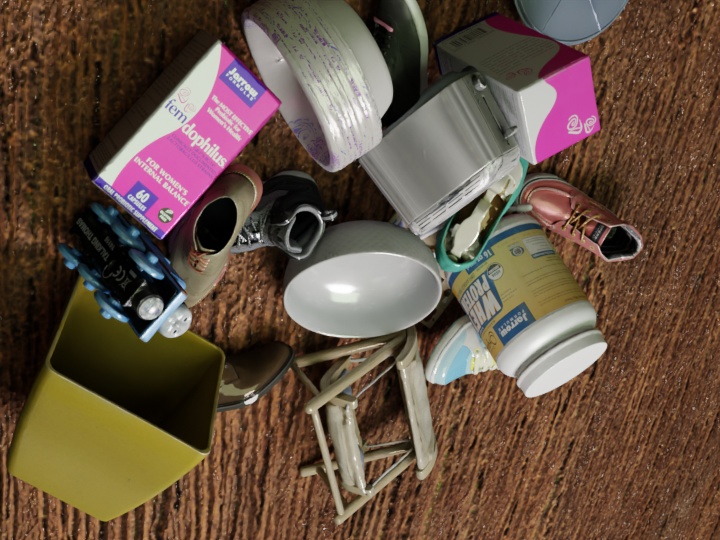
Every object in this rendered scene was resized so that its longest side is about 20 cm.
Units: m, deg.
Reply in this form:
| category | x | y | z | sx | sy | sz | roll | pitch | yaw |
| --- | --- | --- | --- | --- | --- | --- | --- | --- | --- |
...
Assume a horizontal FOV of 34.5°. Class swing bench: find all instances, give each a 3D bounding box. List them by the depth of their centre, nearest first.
| category | x | y | z | sx | sy | sz | roll | pitch | yaw |
| --- | --- | --- | --- | --- | --- | --- | --- | --- | --- |
| swing bench | 0.010 | 0.190 | 1.546 | 0.198 | 0.130 | 0.201 | -23 | 122 | -17 |

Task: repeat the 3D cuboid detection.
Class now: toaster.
| category | x | y | z | sx | sy | sz | roll | pitch | yaw |
| --- | --- | --- | --- | --- | --- | --- | --- | --- | --- |
| toaster | 0.088 | -0.132 | 1.344 | 0.199 | 0.130 | 0.113 | -36 | 177 | 29 |

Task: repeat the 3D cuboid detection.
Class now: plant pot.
| category | x | y | z | sx | sy | sz | roll | pitch | yaw |
| --- | --- | --- | --- | --- | --- | --- | --- | --- | --- |
| plant pot | -0.291 | 0.159 | 1.316 | 0.199 | 0.201 | 0.177 | 32 | 114 | -18 |

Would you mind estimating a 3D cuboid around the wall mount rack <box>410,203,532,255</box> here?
| category | x | y | z | sx | sy | sz | roll | pitch | yaw |
| --- | --- | --- | --- | --- | --- | --- | --- | --- | --- |
| wall mount rack | 0.122 | -0.104 | 1.487 | 0.172 | 0.074 | 0.202 | -28 | 125 | -16 |

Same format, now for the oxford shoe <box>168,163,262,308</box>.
| category | x | y | z | sx | sy | sz | roll | pitch | yaw |
| --- | --- | --- | --- | --- | --- | --- | --- | --- | --- |
| oxford shoe | -0.179 | -0.028 | 1.302 | 0.070 | 0.075 | 0.201 | 28 | 120 | -1 |

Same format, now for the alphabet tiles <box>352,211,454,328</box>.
| category | x | y | z | sx | sy | sz | roll | pitch | yaw |
| --- | --- | --- | --- | --- | --- | --- | --- | --- | --- |
| alphabet tiles | 0.102 | -0.039 | 1.558 | 0.167 | 0.008 | 0.201 | 35 | 94 | -36 |

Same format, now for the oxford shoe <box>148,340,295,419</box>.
| category | x | y | z | sx | sy | sz | roll | pitch | yaw |
| --- | --- | --- | --- | --- | --- | --- | --- | --- | --- |
| oxford shoe | -0.175 | 0.130 | 1.451 | 0.198 | 0.073 | 0.085 | -25 | 121 | -16 |

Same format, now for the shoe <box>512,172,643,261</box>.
| category | x | y | z | sx | sy | sz | roll | pitch | yaw |
| --- | --- | --- | --- | --- | --- | --- | --- | --- | --- |
| shoe | 0.302 | -0.072 | 1.597 | 0.199 | 0.091 | 0.072 | 20 | 104 | -34 |

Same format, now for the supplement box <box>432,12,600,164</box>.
| category | x | y | z | sx | sy | sz | roll | pitch | yaw |
| --- | --- | --- | --- | --- | --- | --- | --- | --- | --- |
| supplement box | 0.185 | -0.222 | 1.391 | 0.100 | 0.200 | 0.104 | -27 | 124 | -13 |

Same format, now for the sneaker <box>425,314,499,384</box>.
| category | x | y | z | sx | sy | sz | roll | pitch | yaw |
| --- | --- | --- | --- | --- | --- | --- | --- | --- | --- |
| sneaker | 0.189 | 0.113 | 1.570 | 0.199 | 0.130 | 0.080 | -36 | 147 | -32 |

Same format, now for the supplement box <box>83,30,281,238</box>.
| category | x | y | z | sx | sy | sz | roll | pitch | yaw |
| --- | --- | --- | --- | --- | --- | --- | --- | --- | --- |
| supplement box | -0.195 | -0.150 | 1.265 | 0.101 | 0.103 | 0.200 | 41 | 89 | -25 |

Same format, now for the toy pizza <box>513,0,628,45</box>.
| category | x | y | z | sx | sy | sz | roll | pitch | yaw |
| --- | --- | --- | --- | --- | --- | --- | --- | --- | --- |
| toy pizza | 0.269 | -0.386 | 1.461 | 0.198 | 0.032 | 0.203 | -12 | 118 | -24 |

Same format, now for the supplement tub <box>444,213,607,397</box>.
| category | x | y | z | sx | sy | sz | roll | pitch | yaw |
| --- | --- | --- | --- | --- | --- | --- | --- | --- | --- |
| supplement tub | 0.212 | 0.045 | 1.491 | 0.143 | 0.201 | 0.145 | -26 | 158 | -11 |

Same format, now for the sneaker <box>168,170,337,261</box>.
| category | x | y | z | sx | sy | sz | roll | pitch | yaw |
| --- | --- | --- | --- | --- | --- | --- | --- | --- | --- |
| sneaker | -0.124 | -0.048 | 1.363 | 0.198 | 0.114 | 0.076 | -26 | 123 | -15 |

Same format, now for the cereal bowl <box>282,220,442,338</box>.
| category | x | y | z | sx | sy | sz | roll | pitch | yaw |
| --- | --- | --- | --- | --- | --- | --- | --- | --- | --- |
| cereal bowl | 0.000 | 0.000 | 1.448 | 0.197 | 0.084 | 0.201 | -4 | 147 | -3 |

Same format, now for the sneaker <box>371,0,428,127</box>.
| category | x | y | z | sx | sy | sz | roll | pitch | yaw |
| --- | --- | --- | --- | --- | --- | --- | --- | --- | --- |
| sneaker | 0.022 | -0.246 | 1.361 | 0.098 | 0.071 | 0.202 | -26 | 135 | -19 |

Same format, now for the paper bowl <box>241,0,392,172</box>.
| category | x | y | z | sx | sy | sz | roll | pitch | yaw |
| --- | --- | --- | --- | --- | --- | --- | --- | --- | --- |
| paper bowl | -0.040 | -0.219 | 1.271 | 0.104 | 0.201 | 0.202 | -32 | 125 | -9 |

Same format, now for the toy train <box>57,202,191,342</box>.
| category | x | y | z | sx | sy | sz | roll | pitch | yaw |
| --- | --- | --- | --- | --- | --- | --- | --- | --- | --- |
| toy train | -0.251 | 0.003 | 1.273 | 0.087 | 0.200 | 0.114 | -49 | 137 | 1 |

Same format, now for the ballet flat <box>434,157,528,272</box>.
| category | x | y | z | sx | sy | sz | roll | pitch | yaw |
| --- | --- | --- | --- | --- | --- | --- | --- | --- | --- |
| ballet flat | 0.155 | -0.085 | 1.417 | 0.067 | 0.070 | 0.202 | 27 | 95 | -6 |
